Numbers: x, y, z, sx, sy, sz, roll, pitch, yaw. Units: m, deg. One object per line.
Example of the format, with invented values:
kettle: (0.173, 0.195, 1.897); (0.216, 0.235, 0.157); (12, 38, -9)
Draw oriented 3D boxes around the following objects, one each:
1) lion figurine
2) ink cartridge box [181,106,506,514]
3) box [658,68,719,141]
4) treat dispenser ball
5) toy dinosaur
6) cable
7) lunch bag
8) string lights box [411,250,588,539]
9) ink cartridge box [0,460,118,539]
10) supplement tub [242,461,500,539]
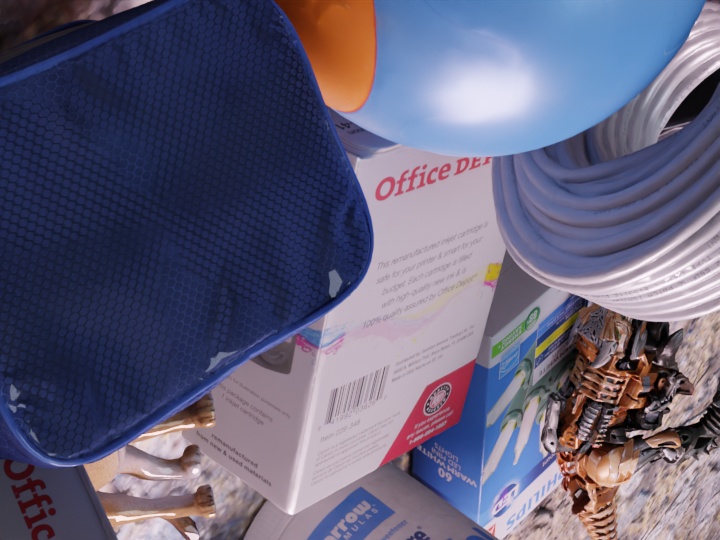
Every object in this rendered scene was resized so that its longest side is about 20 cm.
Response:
lion figurine: (-0.128, 0.078, 0.795); (0.122, 0.073, 0.200); (-9, 140, -9)
ink cartridge box: (0.000, 0.000, 0.895); (0.147, 0.085, 0.201); (-21, 131, -47)
box: (0.239, -0.100, 1.020); (0.200, 0.196, 0.118); (45, 36, -58)
treat dispenser ball: (0.047, -0.147, 0.719); (0.201, 0.201, 0.202); (-35, 142, -33)
toy dinosaur: (0.159, 0.089, 1.112); (0.135, 0.102, 0.200); (-23, 154, -29)
cable: (0.141, -0.073, 0.782); (0.069, 0.200, 0.201); (32, 87, -31)
lunch bag: (-0.114, -0.013, 0.664); (0.200, 0.132, 0.136); (-30, 106, -35)
string lights box: (0.085, 0.073, 1.104); (0.103, 0.059, 0.201); (-38, 144, -34)
ink cartridge box: (-0.176, 0.164, 0.675); (0.199, 0.146, 0.083); (-22, 140, -13)
supplement tub: (0.037, 0.202, 1.016); (0.132, 0.200, 0.132); (-36, 143, -33)
